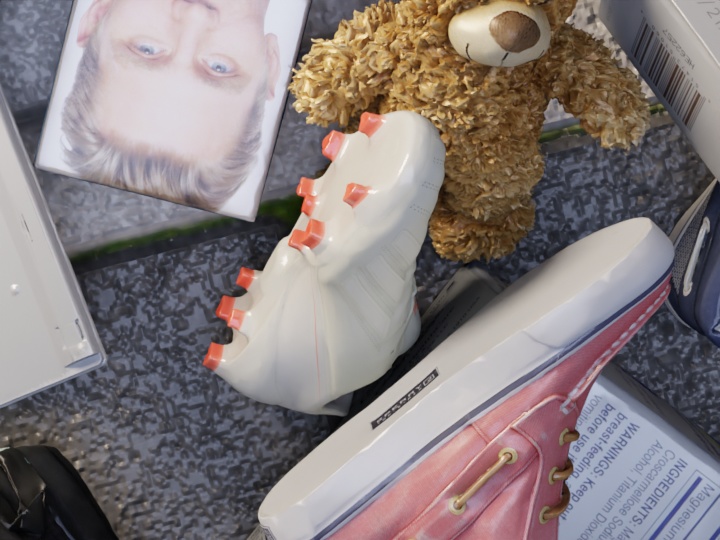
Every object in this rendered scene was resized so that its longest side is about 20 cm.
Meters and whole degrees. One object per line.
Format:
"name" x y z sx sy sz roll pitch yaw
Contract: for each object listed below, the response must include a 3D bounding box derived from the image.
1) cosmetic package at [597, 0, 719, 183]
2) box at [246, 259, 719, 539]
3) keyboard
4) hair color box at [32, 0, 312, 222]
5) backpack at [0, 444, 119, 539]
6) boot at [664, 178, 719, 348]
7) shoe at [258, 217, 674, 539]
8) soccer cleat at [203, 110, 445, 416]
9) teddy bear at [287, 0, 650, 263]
"cosmetic package" 0.210 -0.128 0.864 0.200 0.074 0.102 -31 75 -14
"box" 0.076 0.130 0.926 0.200 0.105 0.184 37 95 -10
"keyboard" -0.167 -0.044 0.873 0.056 0.011 0.201 -22 88 21
"hair color box" -0.068 -0.131 0.885 0.100 0.061 0.201 13 100 -7
"backpack" -0.148 0.180 0.890 0.126 0.167 0.200 -25 96 17
"boot" 0.206 -0.052 0.909 0.073 0.090 0.200 27 97 -10
"shoe" 0.062 0.071 0.828 0.200 0.071 0.091 -39 101 8
"soccer cleat" 0.000 0.000 0.872 0.077 0.200 0.069 22 54 -13
"teddy bear" 0.042 -0.070 0.863 0.145 0.067 0.200 30 137 -12
